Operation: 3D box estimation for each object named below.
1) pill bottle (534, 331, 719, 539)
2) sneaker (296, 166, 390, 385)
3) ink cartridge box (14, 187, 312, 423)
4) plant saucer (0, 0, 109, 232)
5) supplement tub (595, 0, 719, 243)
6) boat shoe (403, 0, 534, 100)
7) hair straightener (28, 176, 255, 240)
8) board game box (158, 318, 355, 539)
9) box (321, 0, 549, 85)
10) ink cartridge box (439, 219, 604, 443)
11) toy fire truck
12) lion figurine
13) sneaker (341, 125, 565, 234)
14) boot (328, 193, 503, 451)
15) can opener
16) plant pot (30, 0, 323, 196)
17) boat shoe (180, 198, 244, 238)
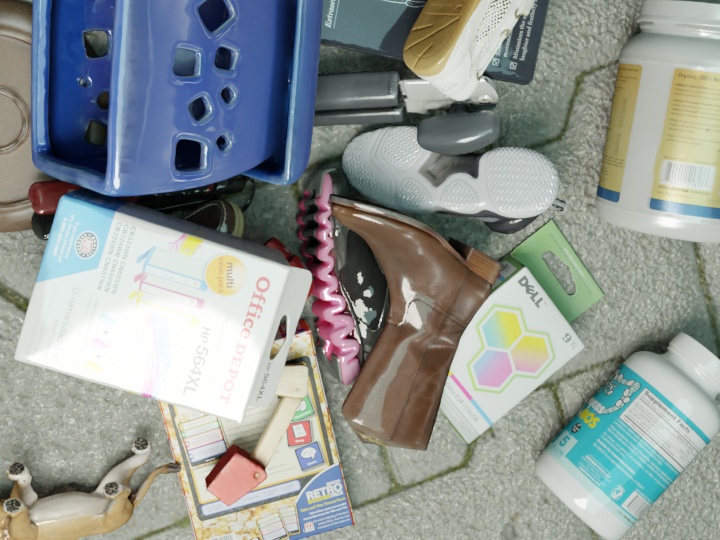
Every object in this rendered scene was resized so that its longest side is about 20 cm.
[{"bbox_3d":[0.272,0.156,1.052,0.111,0.111,0.200,42,92,-17],"label":"pill bottle"},{"bbox_3d":[0.000,0.000,0.982,0.095,0.079,0.201,-13,106,-16],"label":"sneaker"},{"bbox_3d":[-0.145,0.027,0.842,0.199,0.125,0.129,17,93,-8],"label":"ink cartridge box"},{"bbox_3d":[-0.307,-0.128,0.909,0.199,0.032,0.201,-3,104,-10],"label":"plant saucer"},{"bbox_3d":[0.297,-0.134,0.971,0.144,0.145,0.201,5,102,-13],"label":"supplement tub"},{"bbox_3d":[0.107,-0.226,0.847,0.069,0.071,0.200,35,85,-43],"label":"boat shoe"},{"bbox_3d":[-0.187,-0.054,0.944,0.199,0.041,0.077,-12,147,-23],"label":"hair straightener"},{"bbox_3d":[-0.099,0.161,1.009,0.151,0.046,0.201,-14,105,-8],"label":"board game box"},{"bbox_3d":[0.054,-0.251,0.914,0.199,0.107,0.149,9,101,-14],"label":"box"},{"bbox_3d":[0.142,0.057,1.028,0.200,0.059,0.104,-39,107,-1],"label":"ink cartridge box"},{"bbox_3d":[-0.095,0.087,0.942,0.141,0.049,0.200,43,84,-7],"label":"toy fire truck"},{"bbox_3d":[-0.265,0.219,0.975,0.199,0.073,0.123,-2,137,-18],"label":"lion figurine"},{"bbox_3d":[0.087,-0.075,0.979,0.199,0.114,0.076,10,84,21],"label":"sneaker"},{"bbox_3d":[0.016,0.052,0.934,0.186,0.064,0.200,24,92,-23],"label":"boot"},{"bbox_3d":[0.020,-0.133,0.920,0.199,0.053,0.067,-1,67,12],"label":"can opener"},{"bbox_3d":[-0.141,-0.164,0.840,0.179,0.200,0.201,-1,103,-34],"label":"plant pot"},{"bbox_3d":[-0.186,0.006,0.925,0.200,0.072,0.072,-39,137,13],"label":"boat shoe"}]
